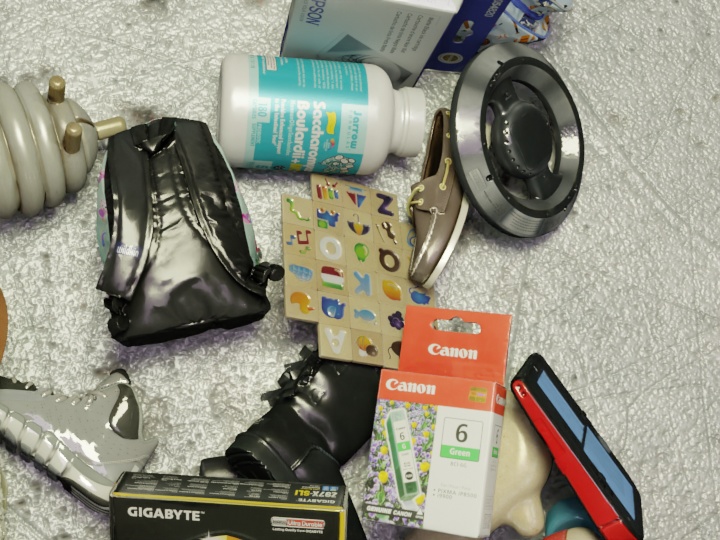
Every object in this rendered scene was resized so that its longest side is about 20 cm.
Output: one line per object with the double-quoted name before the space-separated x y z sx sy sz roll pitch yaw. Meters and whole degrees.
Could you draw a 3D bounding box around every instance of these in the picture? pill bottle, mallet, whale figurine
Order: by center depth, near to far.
"mallet" -0.123 0.268 0.975 0.066 0.041 0.200 6 80 -11
"whale figurine" 0.102 0.206 1.004 0.159 0.104 0.200 23 86 22
"pill bottle" -0.040 -0.152 1.049 0.200 0.111 0.111 2 77 -10

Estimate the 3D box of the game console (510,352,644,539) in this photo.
"game console" 0.203 0.160 0.986 0.031 0.200 0.177 -32 85 12

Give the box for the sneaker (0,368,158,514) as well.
"sneaker" -0.272 0.121 0.969 0.200 0.075 0.116 39 64 -5

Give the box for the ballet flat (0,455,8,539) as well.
"ballet flat" -0.325 0.230 0.921 0.072 0.072 0.200 -4 101 -12

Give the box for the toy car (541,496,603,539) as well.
"toy car" 0.150 0.335 0.957 0.200 0.184 0.177 -22 105 16

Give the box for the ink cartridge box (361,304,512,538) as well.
"ink cartridge box" 0.070 0.130 0.948 0.109 0.050 0.200 5 80 21

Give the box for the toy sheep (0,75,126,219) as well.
"toy sheep" -0.312 -0.113 0.978 0.200 0.138 0.138 -12 79 -22

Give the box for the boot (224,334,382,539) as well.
"boot" -0.021 0.172 0.992 0.198 0.073 0.162 54 52 -15

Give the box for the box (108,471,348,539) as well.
"box" -0.112 0.260 0.914 0.200 0.049 0.160 4 107 3

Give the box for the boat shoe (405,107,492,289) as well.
"boat shoe" 0.078 -0.076 1.069 0.059 0.072 0.200 24 65 -10

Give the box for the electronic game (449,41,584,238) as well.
"electronic game" 0.163 -0.132 1.081 0.200 0.042 0.200 5 82 -42

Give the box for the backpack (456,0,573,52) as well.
"backpack" 0.122 -0.325 1.074 0.190 0.154 0.200 8 72 -44

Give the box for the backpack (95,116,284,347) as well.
"backpack" -0.178 -0.038 0.989 0.167 0.127 0.200 -10 79 -23

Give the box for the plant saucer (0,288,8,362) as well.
"plant saucer" -0.389 0.079 0.922 0.200 0.032 0.200 -12 56 19

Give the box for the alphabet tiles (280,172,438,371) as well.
"alphabet tiles" 0.000 0.000 1.032 0.166 0.006 0.200 12 57 -27

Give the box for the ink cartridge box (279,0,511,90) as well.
"ink cartridge box" 0.028 -0.230 1.035 0.200 0.200 0.041 8 77 -7
